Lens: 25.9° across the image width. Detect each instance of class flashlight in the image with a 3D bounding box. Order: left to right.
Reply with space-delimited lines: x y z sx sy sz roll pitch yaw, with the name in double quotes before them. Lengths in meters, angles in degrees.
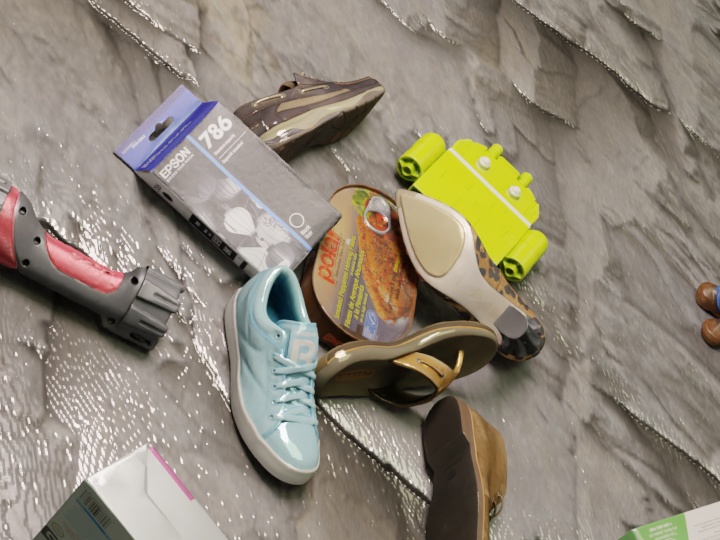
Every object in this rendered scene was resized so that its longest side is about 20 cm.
"flashlight" -0.244 -0.012 1.313 0.200 0.068 0.068 27 49 -16

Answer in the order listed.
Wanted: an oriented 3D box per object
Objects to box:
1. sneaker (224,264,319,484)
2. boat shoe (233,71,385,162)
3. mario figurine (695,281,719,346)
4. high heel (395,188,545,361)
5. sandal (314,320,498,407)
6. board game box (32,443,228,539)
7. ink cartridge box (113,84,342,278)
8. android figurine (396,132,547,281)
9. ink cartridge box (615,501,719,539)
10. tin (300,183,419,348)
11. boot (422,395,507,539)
"sneaker" -0.068 0.084 1.359 0.074 0.082 0.200 4 55 -35
"boat shoe" -0.051 -0.168 1.585 0.073 0.074 0.200 52 41 8
"mario figurine" 0.442 -0.003 1.736 0.106 0.200 0.123 -14 66 -44
"high heel" 0.105 0.008 1.561 0.200 0.071 0.143 51 1 18
"sandal" 0.044 0.095 1.438 0.200 0.080 0.054 -7 51 -34
"board game box" -0.162 0.230 1.078 0.148 0.200 0.064 51 42 7
"ink cartridge box" -0.123 -0.080 1.455 0.200 0.039 0.099 41 72 -1
"android figurine" 0.120 -0.070 1.663 0.182 0.041 0.200 45 43 2
"ink cartridge box" 0.323 0.330 1.460 0.146 0.084 0.200 -6 62 -40
"tin" 0.000 0.000 1.515 0.112 0.042 0.200 32 43 -19
"boot" 0.104 0.208 1.408 0.075 0.074 0.200 31 40 -29
